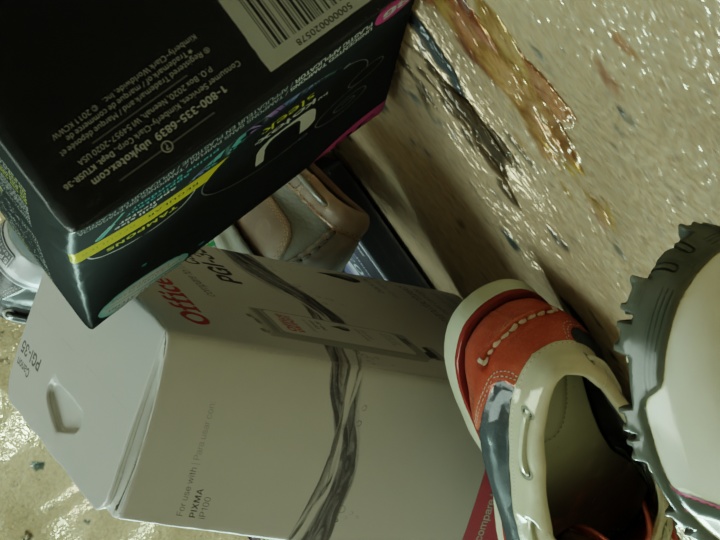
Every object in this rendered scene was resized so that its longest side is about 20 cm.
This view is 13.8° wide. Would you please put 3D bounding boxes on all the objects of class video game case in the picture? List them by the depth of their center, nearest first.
[{"bbox_3d":[0.000,0.000,1.474,0.143,0.019,0.200,55,171,-13],"label":"video game case"}]

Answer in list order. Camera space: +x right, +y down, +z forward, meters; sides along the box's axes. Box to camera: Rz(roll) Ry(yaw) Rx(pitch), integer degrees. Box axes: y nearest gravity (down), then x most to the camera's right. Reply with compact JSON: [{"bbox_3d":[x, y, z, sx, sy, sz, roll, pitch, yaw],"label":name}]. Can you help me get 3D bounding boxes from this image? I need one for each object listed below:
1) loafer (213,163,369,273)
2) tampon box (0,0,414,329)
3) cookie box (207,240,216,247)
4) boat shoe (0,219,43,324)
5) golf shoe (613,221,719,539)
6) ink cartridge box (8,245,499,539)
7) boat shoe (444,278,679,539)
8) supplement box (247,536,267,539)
[{"bbox_3d":[-0.054,-0.071,1.365,0.072,0.063,0.200,15,-142,-51],"label":"loafer"},{"bbox_3d":[-0.079,-0.084,1.080,0.126,0.150,0.200,53,172,6],"label":"tampon box"},{"bbox_3d":[-0.087,-0.018,1.546,0.200,0.075,0.171,56,-178,30],"label":"cookie box"},{"bbox_3d":[-0.118,0.018,1.673,0.066,0.199,0.070,-59,34,37],"label":"boat shoe"},{"bbox_3d":[0.145,0.066,0.810,0.088,0.077,0.200,2,135,53],"label":"golf shoe"},{"bbox_3d":[-0.027,0.053,1.240,0.199,0.083,0.146,11,-166,-27],"label":"ink cartridge box"},{"bbox_3d":[0.091,0.089,1.173,0.063,0.071,0.200,39,161,48],"label":"boat shoe"},{"bbox_3d":[0.012,0.125,1.403,0.109,0.061,0.200,-44,72,41],"label":"supplement box"}]
